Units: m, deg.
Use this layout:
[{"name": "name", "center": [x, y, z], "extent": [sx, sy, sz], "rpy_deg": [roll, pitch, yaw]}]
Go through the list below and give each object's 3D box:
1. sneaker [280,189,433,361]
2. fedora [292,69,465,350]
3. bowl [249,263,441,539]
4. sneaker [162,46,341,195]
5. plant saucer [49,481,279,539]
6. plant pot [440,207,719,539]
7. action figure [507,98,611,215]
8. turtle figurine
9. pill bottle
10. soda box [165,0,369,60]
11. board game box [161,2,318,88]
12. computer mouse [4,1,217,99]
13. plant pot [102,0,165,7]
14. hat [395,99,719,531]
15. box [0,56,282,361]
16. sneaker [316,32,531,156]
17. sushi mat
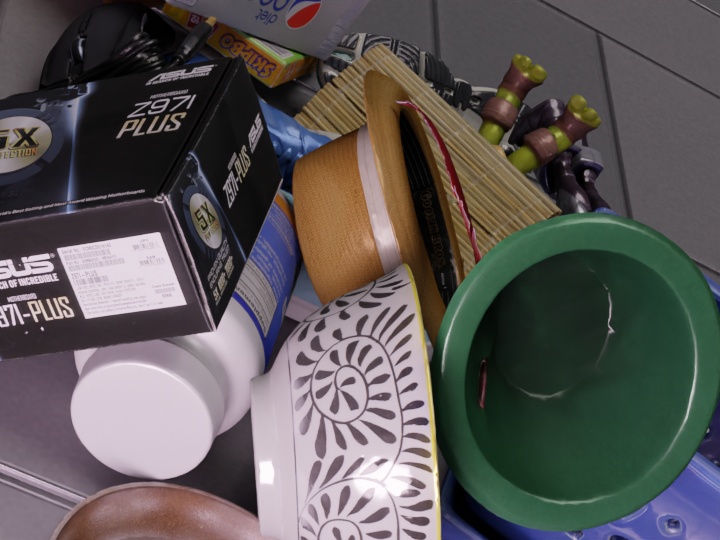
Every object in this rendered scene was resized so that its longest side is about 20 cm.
[{"name": "sneaker", "center": [0.000, 0.000, 1.365], "extent": [0.199, 0.082, 0.074], "rpy_deg": [19, 38, -28]}, {"name": "fedora", "center": [0.010, -0.023, 1.270], "extent": [0.201, 0.081, 0.202], "rpy_deg": [-14, 90, -79]}, {"name": "bowl", "center": [-0.012, 0.101, 1.128], "extent": [0.094, 0.201, 0.201], "rpy_deg": [-5, 43, -3]}, {"name": "sneaker", "center": [-0.076, -0.077, 1.386], "extent": [0.200, 0.077, 0.111], "rpy_deg": [40, 27, 11]}, {"name": "plant saucer", "center": [-0.085, 0.201, 1.085], "extent": [0.199, 0.032, 0.201], "rpy_deg": [26, 35, -20]}, {"name": "plant pot", "center": [0.165, 0.115, 1.295], "extent": [0.200, 0.180, 0.200], "rpy_deg": [35, 33, -4]}, {"name": "action figure", "center": [0.171, -0.030, 1.503], "extent": [0.130, 0.069, 0.201], "rpy_deg": [24, 34, -38]}, {"name": "turtle figurine", "center": [0.097, -0.065, 1.457], "extent": [0.200, 0.161, 0.064], "rpy_deg": [37, -14, 25]}, {"name": "pill bottle", "center": [-0.103, 0.030, 1.201], "extent": [0.112, 0.112, 0.200], "rpy_deg": [32, 34, -10]}, {"name": "soda box", "center": [-0.078, -0.206, 1.413], "extent": [0.068, 0.064, 0.200], "rpy_deg": [44, 16, 27]}, {"name": "board game box", "center": [-0.078, -0.178, 1.508], "extent": [0.095, 0.030, 0.200], "rpy_deg": [35, 16, 3]}, {"name": "computer mouse", "center": [-0.153, -0.152, 1.338], "extent": [0.046, 0.140, 0.200], "rpy_deg": [66, 23, -13]}, {"name": "plant pot", "center": [-0.155, -0.282, 1.471], "extent": [0.200, 0.200, 0.140], "rpy_deg": [-17, 73, -52]}, {"name": "hat", "center": [0.100, 0.025, 1.164], "extent": [0.165, 0.201, 0.176], "rpy_deg": [8, 11, -15]}, {"name": "box", "center": [-0.162, -0.031, 1.135], "extent": [0.164, 0.199, 0.086], "rpy_deg": [-69, 146, -56]}, {"name": "sneaker", "center": [0.042, -0.119, 1.563], "extent": [0.199, 0.079, 0.078], "rpy_deg": [24, 77, -32]}, {"name": "sushi mat", "center": [0.042, -0.072, 1.427], "extent": [0.200, 0.096, 0.012], "rpy_deg": [46, -8, 27]}]
